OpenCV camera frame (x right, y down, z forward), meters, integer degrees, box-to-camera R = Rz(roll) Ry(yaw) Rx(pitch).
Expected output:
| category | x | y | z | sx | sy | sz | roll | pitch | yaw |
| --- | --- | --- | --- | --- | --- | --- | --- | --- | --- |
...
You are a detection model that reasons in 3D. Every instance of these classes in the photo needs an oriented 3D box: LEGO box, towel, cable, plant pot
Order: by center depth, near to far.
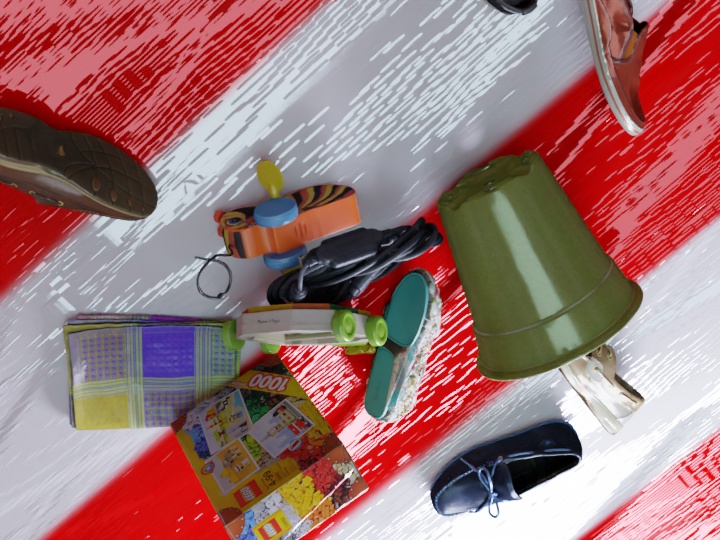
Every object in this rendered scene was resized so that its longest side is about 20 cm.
| category | x | y | z | sx | sy | sz | roll | pitch | yaw |
| --- | --- | --- | --- | --- | --- | --- | --- | --- | --- |
| cable | 0.000 | 0.000 | 1.307 | 0.198 | 0.163 | 0.051 | -21 | 75 | -23 |
| plant pot | 0.174 | -0.018 | 1.322 | 0.198 | 0.200 | 0.192 | -28 | 104 | 4 |
| LEGO box | -0.103 | 0.201 | 1.336 | 0.148 | 0.200 | 0.078 | -33 | 124 | -9 |
| towel | -0.235 | 0.119 | 1.391 | 0.196 | 0.023 | 0.146 | 1 | 114 | -10 |

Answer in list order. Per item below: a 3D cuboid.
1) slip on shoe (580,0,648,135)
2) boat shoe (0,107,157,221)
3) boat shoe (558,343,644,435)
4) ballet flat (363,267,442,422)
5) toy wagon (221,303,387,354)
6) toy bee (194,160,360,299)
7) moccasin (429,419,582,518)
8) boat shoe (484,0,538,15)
| category | x | y | z | sx | sy | sz | roll | pitch | yaw |
| --- | --- | --- | --- | --- | --- | --- | --- | --- | --- |
| slip on shoe | 0.271 | -0.235 | 1.279 | 0.060 | 0.074 | 0.203 | -11 | 113 | 17 |
| boat shoe | -0.304 | -0.100 | 1.258 | 0.198 | 0.073 | 0.067 | 22 | 144 | -27 |
| boat shoe | 0.270 | 0.110 | 1.450 | 0.066 | 0.074 | 0.200 | -38 | 126 | 6 |
| ballet flat | 0.056 | 0.083 | 1.409 | 0.063 | 0.076 | 0.202 | -6 | 126 | -41 |
| toy wagon | -0.048 | 0.066 | 1.341 | 0.153 | 0.199 | 0.040 | -6 | 81 | 30 |
| toy bee | -0.105 | -0.052 | 1.301 | 0.198 | 0.108 | 0.133 | -4 | 110 | -36 |
| moccasin | 0.175 | 0.244 | 1.494 | 0.198 | 0.068 | 0.081 | -31 | 116 | 6 |
| boat shoe | 0.113 | -0.338 | 1.210 | 0.071 | 0.068 | 0.201 | -34 | 115 | 9 |
